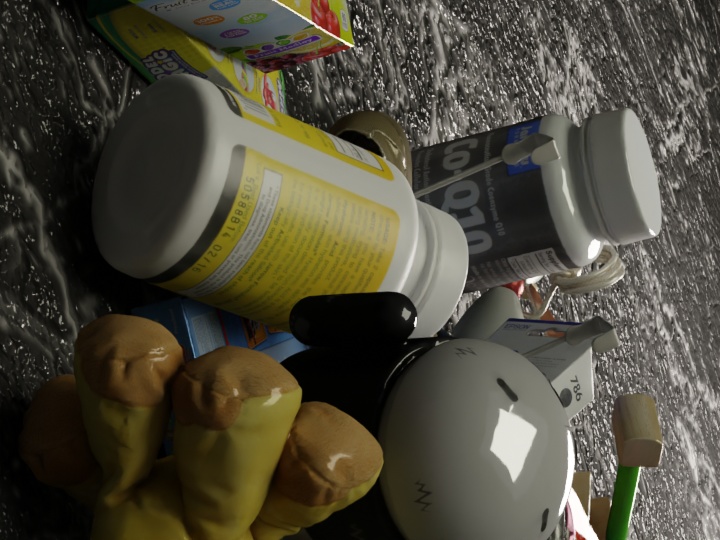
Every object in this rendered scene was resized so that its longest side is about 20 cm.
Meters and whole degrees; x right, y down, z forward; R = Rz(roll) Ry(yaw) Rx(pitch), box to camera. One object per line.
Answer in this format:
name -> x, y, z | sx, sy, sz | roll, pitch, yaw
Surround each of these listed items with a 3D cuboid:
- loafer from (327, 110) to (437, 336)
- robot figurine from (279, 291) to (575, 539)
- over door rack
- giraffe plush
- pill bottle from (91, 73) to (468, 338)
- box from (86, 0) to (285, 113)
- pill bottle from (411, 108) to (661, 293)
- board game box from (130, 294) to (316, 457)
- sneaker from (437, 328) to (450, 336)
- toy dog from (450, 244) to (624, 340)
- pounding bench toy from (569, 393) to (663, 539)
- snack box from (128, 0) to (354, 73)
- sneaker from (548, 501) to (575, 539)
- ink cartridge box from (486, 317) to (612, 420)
loafer -> 0.000, 0.000, 1.332 | 0.067, 0.076, 0.201 | 15, 66, -72
robot figurine -> 0.018, 0.097, 1.142 | 0.150, 0.199, 0.126 | 34, 62, -37
over door rack -> 0.052, 0.008, 1.419 | 0.067, 0.199, 0.149 | -93, 163, -70
giraffe plush -> -0.097, 0.146, 1.024 | 0.201, 0.171, 0.163 | 107, 2, -50
pill bottle -> -0.039, -0.024, 1.206 | 0.199, 0.111, 0.112 | 21, 54, -36
box -> -0.098, -0.156, 1.327 | 0.200, 0.048, 0.118 | 42, 38, -54
pill bottle -> 0.113, -0.049, 1.612 | 0.114, 0.199, 0.115 | -14, 90, -71
board game box -> -0.062, 0.079, 1.286 | 0.200, 0.036, 0.152 | -19, 95, -70
sneaker -> 0.010, -0.001, 1.482 | 0.066, 0.078, 0.201 | -77, 147, -48
toy dog -> 0.109, 0.059, 1.658 | 0.200, 0.131, 0.097 | -39, 129, -37
pounding bench toy -> 0.134, 0.175, 1.527 | 0.125, 0.199, 0.156 | -81, 150, -48
snack box -> -0.081, -0.219, 1.251 | 0.200, 0.067, 0.170 | 23, 55, -67
sneaker -> 0.058, 0.208, 1.371 | 0.095, 0.079, 0.201 | 31, 91, -46
ink cartridge box -> 0.080, 0.097, 1.457 | 0.200, 0.099, 0.039 | -38, 116, -36
